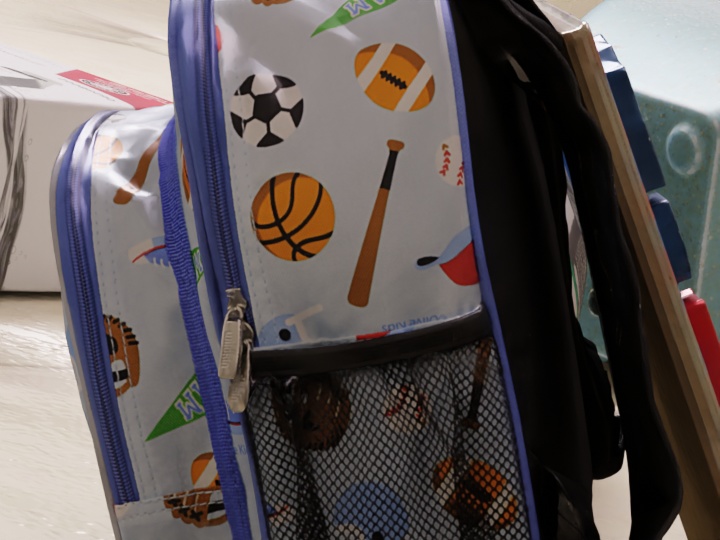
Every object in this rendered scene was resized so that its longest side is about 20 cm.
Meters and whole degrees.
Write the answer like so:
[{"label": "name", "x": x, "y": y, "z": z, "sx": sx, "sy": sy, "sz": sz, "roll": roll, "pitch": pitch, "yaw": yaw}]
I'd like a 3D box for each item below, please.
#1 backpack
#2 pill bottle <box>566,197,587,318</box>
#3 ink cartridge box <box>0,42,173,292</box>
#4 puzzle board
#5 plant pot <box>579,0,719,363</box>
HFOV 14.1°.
[{"label": "backpack", "x": 0.000, "y": 0.000, "z": 0.785, "sx": 0.153, "sy": 0.191, "sz": 0.200, "roll": -4, "pitch": 8, "yaw": 1}, {"label": "pill bottle", "x": 0.025, "y": 0.003, "z": 1.052, "sx": 0.113, "sy": 0.114, "sz": 0.200, "roll": 14, "pitch": 8, "yaw": 4}, {"label": "ink cartridge box", "x": -0.183, "y": -0.049, "z": 1.169, "sx": 0.146, "sy": 0.083, "sz": 0.200, "roll": 20, "pitch": 10, "yaw": 33}, {"label": "puzzle board", "x": 0.089, "y": 0.014, "z": 0.867, "sx": 0.017, "sy": 0.201, "sz": 0.151, "roll": -19, "pitch": 10, "yaw": 0}, {"label": "plant pot", "x": 0.178, "y": -0.027, "z": 1.266, "sx": 0.199, "sy": 0.197, "sz": 0.195, "roll": -6, "pitch": 19, "yaw": -38}]
